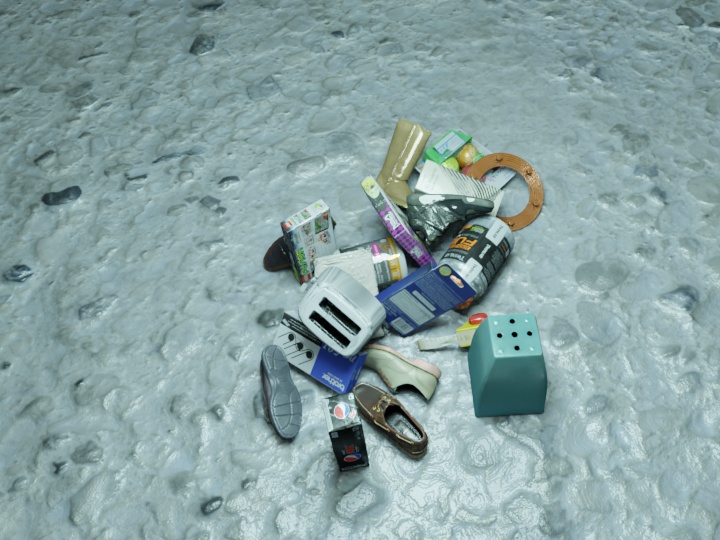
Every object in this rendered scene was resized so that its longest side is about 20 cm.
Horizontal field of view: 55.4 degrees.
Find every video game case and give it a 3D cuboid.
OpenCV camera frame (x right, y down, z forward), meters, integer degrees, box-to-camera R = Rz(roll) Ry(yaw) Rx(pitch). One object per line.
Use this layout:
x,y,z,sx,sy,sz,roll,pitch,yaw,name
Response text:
0.088,-0.104,1.559,0.036,0.200,0.182,-36,55,10,video game case

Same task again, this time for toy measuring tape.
0.221,0.134,1.468,0.197,0.074,0.074,-13,52,19,toy measuring tape

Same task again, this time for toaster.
-0.034,0.089,1.378,0.200,0.129,0.114,42,110,2,toaster

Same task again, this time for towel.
-0.023,0.059,1.474,0.131,0.203,0.035,-12,12,0,towel

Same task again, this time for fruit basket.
0.261,-0.257,1.713,0.185,0.094,0.200,-40,64,-21,fruit basket

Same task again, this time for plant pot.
0.289,0.175,1.338,0.139,0.201,0.143,-4,54,3,plant pot

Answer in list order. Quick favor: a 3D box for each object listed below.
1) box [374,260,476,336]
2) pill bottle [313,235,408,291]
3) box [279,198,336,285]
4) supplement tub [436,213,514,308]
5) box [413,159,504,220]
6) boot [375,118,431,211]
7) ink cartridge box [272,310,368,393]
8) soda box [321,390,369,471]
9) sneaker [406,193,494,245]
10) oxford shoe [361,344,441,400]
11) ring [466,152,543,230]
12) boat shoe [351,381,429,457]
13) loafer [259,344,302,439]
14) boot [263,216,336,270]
0.131,0.055,1.431,0.199,0.121,0.033,-32,36,26,box
0.000,0.000,1.541,0.197,0.117,0.117,-15,54,-5,pill bottle
-0.111,-0.060,1.542,0.109,0.201,0.035,-31,57,-16,box
0.249,-0.020,1.527,0.122,0.123,0.201,26,61,22,supplement tub
0.228,-0.179,1.603,0.198,0.068,0.083,22,82,4,box
0.123,-0.253,1.680,0.174,0.066,0.202,27,93,23,boot
-0.089,0.171,1.445,0.198,0.044,0.095,28,104,22,ink cartridge box
-0.026,0.303,1.278,0.062,0.201,0.071,-13,54,-5,soda box
0.199,-0.114,1.531,0.196,0.076,0.116,0,94,13,sneaker
0.064,0.208,1.419,0.197,0.071,0.075,15,65,19,oxford shoe
0.348,-0.193,1.657,0.197,0.019,0.204,1,76,-3,ring
0.058,0.285,1.365,0.199,0.071,0.070,35,65,27,boat shoe
-0.170,0.256,1.422,0.071,0.063,0.202,0,60,-30,loafer
-0.138,-0.064,1.640,0.199,0.097,0.075,-34,82,13,boot
